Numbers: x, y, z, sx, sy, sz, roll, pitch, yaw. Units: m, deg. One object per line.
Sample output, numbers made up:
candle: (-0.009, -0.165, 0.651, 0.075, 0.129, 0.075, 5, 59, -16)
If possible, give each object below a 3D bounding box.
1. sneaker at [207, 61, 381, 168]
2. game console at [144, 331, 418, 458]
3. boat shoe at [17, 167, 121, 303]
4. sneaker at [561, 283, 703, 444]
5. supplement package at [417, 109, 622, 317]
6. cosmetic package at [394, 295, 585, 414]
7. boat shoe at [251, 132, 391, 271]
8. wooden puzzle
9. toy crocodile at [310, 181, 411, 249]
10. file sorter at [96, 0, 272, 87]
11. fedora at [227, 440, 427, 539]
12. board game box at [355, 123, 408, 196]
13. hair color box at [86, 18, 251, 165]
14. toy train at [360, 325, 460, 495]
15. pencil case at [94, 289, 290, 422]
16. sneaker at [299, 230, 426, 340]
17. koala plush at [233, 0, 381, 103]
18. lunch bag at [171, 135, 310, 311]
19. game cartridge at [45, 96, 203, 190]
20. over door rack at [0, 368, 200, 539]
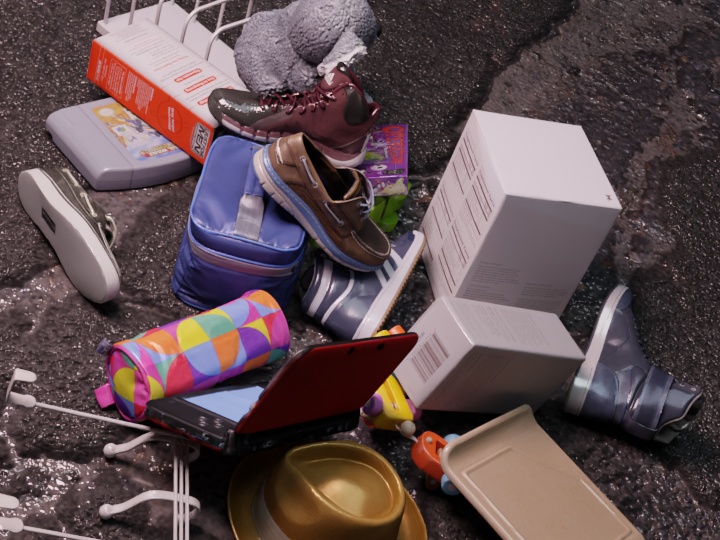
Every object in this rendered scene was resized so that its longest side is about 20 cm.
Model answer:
sneaker: (-0.067, -0.198, 1.400, 0.198, 0.116, 0.076, 15, 37, -22)
game console: (-0.072, 0.097, 1.144, 0.171, 0.120, 0.199, 17, 11, 33)
boat shoe: (-0.297, -0.047, 1.314, 0.063, 0.071, 0.200, -15, 51, -35)
sneaker: (0.328, 0.111, 1.418, 0.145, 0.077, 0.203, 19, 48, 13)
supplement package: (0.180, -0.056, 1.448, 0.150, 0.201, 0.152, 6, 42, -20)
cosmetic package: (0.136, 0.093, 1.296, 0.199, 0.102, 0.074, 10, 40, -47)
boat shoe: (-0.024, -0.070, 1.303, 0.200, 0.072, 0.073, 38, 36, -35)
wooden puzzle: (0.182, 0.238, 1.223, 0.201, 0.037, 0.184, 51, 33, 17)
toy crocodile: (0.002, -0.075, 1.491, 0.062, 0.068, 0.199, 35, 39, 20)
file sorter: (-0.224, -0.329, 1.620, 0.200, 0.125, 0.138, 41, 43, 20)
fedora: (-0.023, 0.215, 1.142, 0.198, 0.082, 0.202, 13, 40, -11)
board game box: (0.001, -0.137, 1.516, 0.118, 0.033, 0.200, 1, 24, 1)
hair color box: (-0.226, -0.220, 1.493, 0.199, 0.062, 0.101, 36, 41, 17)
toy train: (0.056, 0.149, 1.283, 0.149, 0.056, 0.201, 32, 30, -19)
pencil case: (-0.164, 0.083, 1.224, 0.199, 0.089, 0.088, -20, 55, -40)
sneaker: (0.000, 0.000, 1.403, 0.108, 0.070, 0.201, 28, 43, 3)
koala plush: (-0.048, -0.281, 1.496, 0.182, 0.200, 0.180, 0, 79, -21)
lunch bag: (-0.121, -0.057, 1.360, 0.134, 0.133, 0.201, 16, 41, -8)
game cartridge: (-0.262, -0.161, 1.486, 0.199, 0.042, 0.133, -22, 53, -41)
over door rack: (-0.232, 0.189, 1.073, 0.199, 0.067, 0.149, 27, 34, -30)
